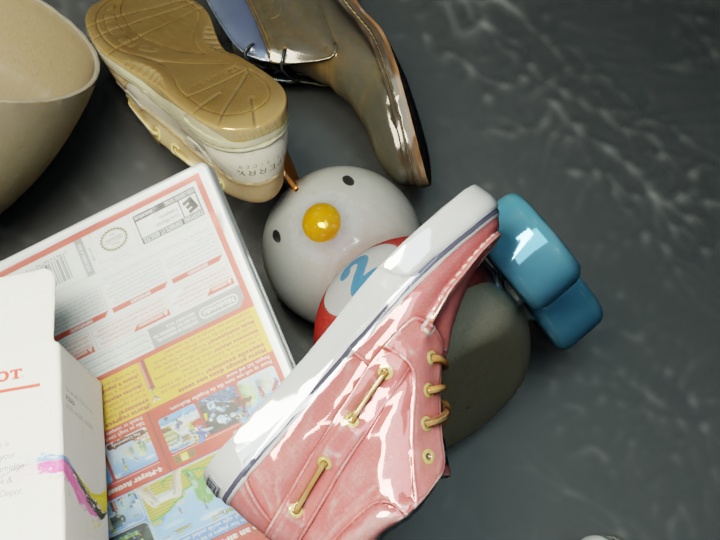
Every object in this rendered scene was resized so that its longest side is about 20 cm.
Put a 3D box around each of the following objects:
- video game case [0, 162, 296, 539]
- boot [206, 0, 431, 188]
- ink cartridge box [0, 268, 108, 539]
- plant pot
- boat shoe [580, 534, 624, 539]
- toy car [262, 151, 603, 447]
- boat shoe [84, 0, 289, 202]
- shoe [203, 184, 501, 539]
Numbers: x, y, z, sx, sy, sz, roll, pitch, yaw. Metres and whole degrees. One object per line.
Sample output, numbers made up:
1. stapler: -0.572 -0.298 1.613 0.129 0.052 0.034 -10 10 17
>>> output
1. video game case: -0.104 0.063 1.024 0.143 0.017 0.201 -25 78 9
2. boot: -0.028 -0.123 1.184 0.097 0.075 0.201 -23 69 2
3. ink cartridge box: -0.190 0.109 0.981 0.116 0.068 0.201 -10 65 11
4. plant pot: -0.262 -0.085 1.115 0.200 0.200 0.135 23 114 3
5. boat shoe: 0.199 0.221 1.117 0.057 0.069 0.200 -39 83 -29
6. toy car: 0.000 0.000 1.111 0.184 0.177 0.200 -40 69 1
7. boat shoe: -0.103 -0.101 1.143 0.074 0.069 0.200 -21 38 -19
8. shoe: 0.021 0.058 0.964 0.091 0.071 0.200 41 88 8
